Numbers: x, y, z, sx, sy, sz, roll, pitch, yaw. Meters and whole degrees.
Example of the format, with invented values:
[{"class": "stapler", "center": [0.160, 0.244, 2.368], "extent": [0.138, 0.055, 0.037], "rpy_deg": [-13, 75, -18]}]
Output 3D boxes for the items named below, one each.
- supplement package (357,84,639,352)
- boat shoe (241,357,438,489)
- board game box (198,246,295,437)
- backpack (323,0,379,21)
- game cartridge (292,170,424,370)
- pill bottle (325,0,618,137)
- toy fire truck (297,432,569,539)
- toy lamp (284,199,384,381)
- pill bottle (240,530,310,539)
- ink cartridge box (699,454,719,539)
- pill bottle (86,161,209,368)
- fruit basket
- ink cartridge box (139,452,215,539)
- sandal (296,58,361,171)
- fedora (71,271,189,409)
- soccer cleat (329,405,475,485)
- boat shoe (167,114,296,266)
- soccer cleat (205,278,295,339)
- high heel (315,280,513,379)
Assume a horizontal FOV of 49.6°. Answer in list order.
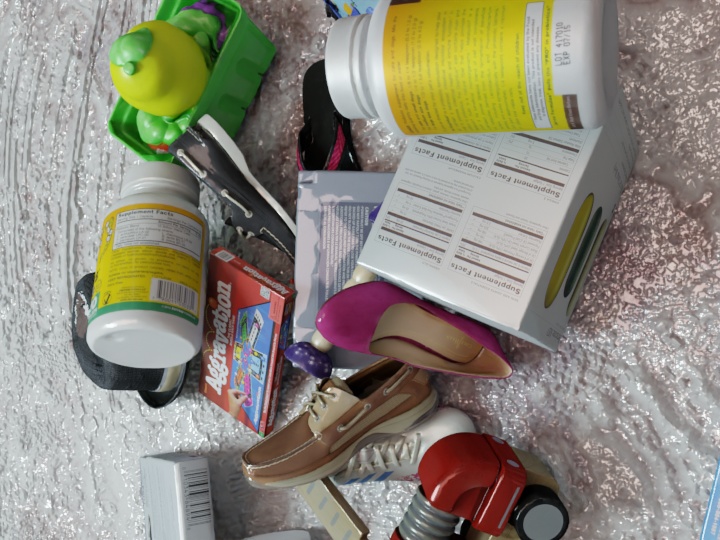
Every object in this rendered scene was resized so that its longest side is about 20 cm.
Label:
[{"class": "supplement package", "center": [0.125, -0.057, 0.672], "extent": [0.150, 0.152, 0.200], "rpy_deg": [23, 88, 27]}, {"class": "boat shoe", "center": [-0.023, 0.132, 0.725], "extent": [0.076, 0.200, 0.072], "rpy_deg": [23, 133, 59]}, {"class": "board game box", "center": [-0.127, 0.081, 0.836], "extent": [0.103, 0.019, 0.200], "rpy_deg": [30, 128, 24]}, {"class": "backpack", "center": [0.026, -0.324, 0.771], "extent": [0.183, 0.134, 0.200], "rpy_deg": [-41, 66, 19]}, {"class": "game cartridge", "center": [0.000, 0.000, 0.789], "extent": [0.133, 0.041, 0.200], "rpy_deg": [2, 89, 7]}, {"class": "pill bottle", "center": [0.079, -0.154, 0.568], "extent": [0.200, 0.109, 0.110], "rpy_deg": [2, 88, 24]}, {"class": "toy fire truck", "center": [0.053, 0.218, 0.699], "extent": [0.200, 0.129, 0.176], "rpy_deg": [22, 99, -10]}, {"class": "toy lamp", "center": [0.003, 0.009, 0.744], "extent": [0.058, 0.058, 0.200], "rpy_deg": [32, 92, 26]}, {"class": "pill bottle", "center": [-0.080, 0.376, 0.792], "extent": [0.112, 0.112, 0.200], "rpy_deg": [-13, 81, 27]}, {"class": "ink cartridge box", "center": [0.373, 0.168, 0.576], "extent": [0.200, 0.086, 0.147], "rpy_deg": [14, 94, 27]}, {"class": "pill bottle", "center": [-0.216, -0.010, 0.812], "extent": [0.113, 0.113, 0.200], "rpy_deg": [-18, 58, 26]}, {"class": "fruit basket", "center": [-0.210, -0.215, 0.845], "extent": [0.155, 0.215, 0.216], "rpy_deg": [36, 104, 33]}, {"class": "ink cartridge box", "center": [-0.204, 0.307, 0.876], "extent": [0.200, 0.043, 0.197], "rpy_deg": [158, 106, -64]}, {"class": "sandal", "center": [-0.041, -0.134, 0.842], "extent": [0.075, 0.045, 0.200], "rpy_deg": [-10, 82, 27]}, {"class": "fedora", "center": [-0.275, 0.066, 0.901], "extent": [0.200, 0.091, 0.201], "rpy_deg": [7, 99, 48]}, {"class": "soccer cleat", "center": [0.014, 0.181, 0.769], "extent": [0.200, 0.086, 0.070], "rpy_deg": [-18, 79, 26]}, {"class": "boat shoe", "center": [-0.123, -0.070, 0.830], "extent": [0.060, 0.074, 0.200], "rpy_deg": [-40, 103, -7]}, {"class": "soccer cleat", "center": [-0.116, 0.044, 0.861], "extent": [0.200, 0.069, 0.078], "rpy_deg": [5, 92, 26]}, {"class": "high heel", "center": [0.053, 0.059, 0.685], "extent": [0.096, 0.200, 0.068], "rpy_deg": [34, 110, 40]}]
